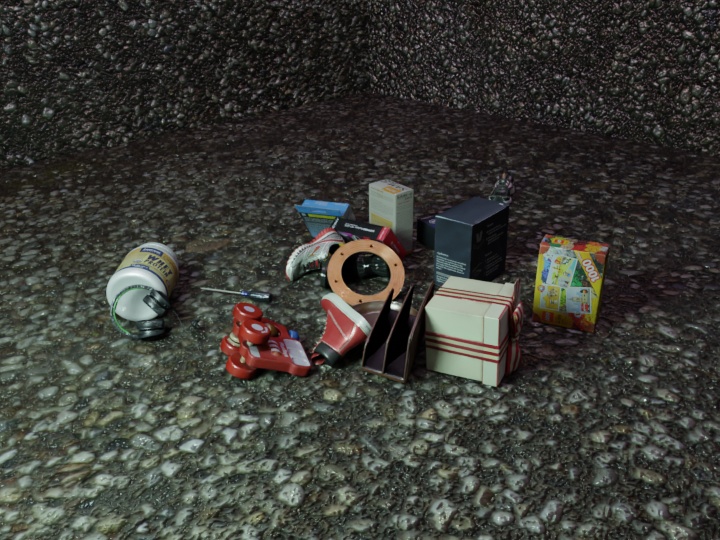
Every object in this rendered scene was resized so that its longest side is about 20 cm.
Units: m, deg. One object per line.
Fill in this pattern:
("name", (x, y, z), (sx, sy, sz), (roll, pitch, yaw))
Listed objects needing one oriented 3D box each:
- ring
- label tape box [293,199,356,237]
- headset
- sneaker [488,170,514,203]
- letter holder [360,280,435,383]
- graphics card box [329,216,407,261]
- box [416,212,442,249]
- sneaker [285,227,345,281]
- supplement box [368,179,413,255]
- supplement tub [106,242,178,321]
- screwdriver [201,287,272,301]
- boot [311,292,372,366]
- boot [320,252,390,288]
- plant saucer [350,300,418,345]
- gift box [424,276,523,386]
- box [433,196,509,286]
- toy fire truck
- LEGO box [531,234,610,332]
("ring", (0.014, 0.010, 1.776), (0.200, 0.019, 0.201), (3, 61, -6))
("label tape box", (-0.097, -0.163, 2.055), (0.144, 0.200, 0.063), (8, 66, 17))
("headset", (-0.473, 0.104, 1.588), (0.199, 0.124, 0.094), (16, -7, -19))
("sneaker", (0.501, -0.298, 2.438), (0.080, 0.087, 0.200), (5, 27, 16))
("letter holder", (0.084, 0.112, 1.471), (0.100, 0.142, 0.200), (16, 40, 12))
("graphics card box", (0.020, -0.086, 1.951), (0.200, 0.126, 0.051), (16, 68, 37))
("box", (0.291, -0.124, 2.094), (0.200, 0.079, 0.141), (-16, 27, -28))
("sneaker", (-0.123, -0.037, 1.888), (0.200, 0.078, 0.082), (-40, 63, -19))
("supplement box", (0.089, -0.152, 2.012), (0.073, 0.201, 0.126), (-18, 31, -32))
("supplement tub", (-0.540, 0.023, 1.731), (0.144, 0.145, 0.200), (-1, 26, -1))
("screwdriver", (-0.323, 0.054, 1.786), (0.199, 0.029, 0.028), (11, 27, 12))
("boot", (-0.073, 0.135, 1.542), (0.144, 0.072, 0.200), (-42, 31, -8))
("boot", (0.000, -0.003, 1.843), (0.157, 0.080, 0.211), (12, 28, 25))
("plant saucer", (0.047, 0.130, 1.621), (0.200, 0.032, 0.200), (0, 26, 0))
("gift box", (0.257, 0.113, 1.475), (0.186, 0.185, 0.200), (10, 34, 26))
("box", (0.296, -0.070, 1.836), (0.117, 0.201, 0.196), (19, 31, 35))
("toy fire truck", (-0.205, 0.159, 1.505), (0.168, 0.112, 0.200), (15, 19, -25))
("LEGO box", (0.493, 0.029, 1.620), (0.149, 0.201, 0.077), (10, 27, 23))
